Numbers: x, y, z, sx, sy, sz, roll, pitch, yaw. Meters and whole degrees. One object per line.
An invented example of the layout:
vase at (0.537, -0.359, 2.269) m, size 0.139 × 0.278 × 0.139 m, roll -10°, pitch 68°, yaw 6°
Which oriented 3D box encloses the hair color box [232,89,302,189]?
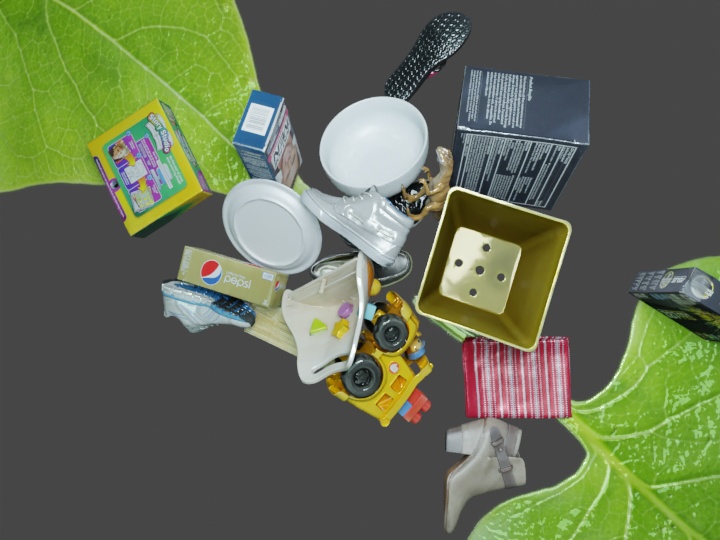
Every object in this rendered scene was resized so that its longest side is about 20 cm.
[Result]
hair color box at (-0.155, -0.206, 0.923) m, size 0.059 × 0.201 × 0.103 m, roll 15°, pitch 74°, yaw 7°

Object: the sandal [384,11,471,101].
sandal at (0.123, -0.392, 0.985) m, size 0.200 × 0.045 × 0.076 m, roll -44°, pitch 78°, yaw 19°

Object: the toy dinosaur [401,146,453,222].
toy dinosaur at (0.125, -0.113, 0.890) m, size 0.103 × 0.202 × 0.062 m, roll -12°, pitch 58°, yaw -1°

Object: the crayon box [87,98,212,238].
crayon box at (-0.410, -0.197, 1.035) m, size 0.169 × 0.058 × 0.204 m, roll -28°, pitch 86°, yaw 5°

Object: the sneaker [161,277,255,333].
sneaker at (-0.292, 0.083, 1.018) m, size 0.194 × 0.075 × 0.089 m, roll 17°, pitch 108°, yaw 11°

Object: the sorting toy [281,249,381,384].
sorting toy at (-0.047, 0.096, 0.905) m, size 0.197 × 0.106 × 0.184 m, roll -26°, pitch 41°, yaw 34°

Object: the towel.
towel at (0.283, 0.195, 0.963) m, size 0.192 × 0.022 × 0.150 m, roll -2°, pitch 90°, yaw 7°

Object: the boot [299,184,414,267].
boot at (-0.003, -0.102, 0.876) m, size 0.198 × 0.073 × 0.097 m, roll 36°, pitch 105°, yaw 11°

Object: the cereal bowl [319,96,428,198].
cereal bowl at (0.029, -0.206, 0.951) m, size 0.193 × 0.084 × 0.206 m, roll -7°, pitch 60°, yaw 12°

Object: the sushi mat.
sushi mat at (-0.125, 0.110, 1.018) m, size 0.195 × 0.012 × 0.098 m, roll 24°, pitch 94°, yaw 7°

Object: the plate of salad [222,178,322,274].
plate of salad at (-0.160, -0.081, 0.974) m, size 0.193 × 0.049 × 0.205 m, roll 10°, pitch 129°, yaw 12°

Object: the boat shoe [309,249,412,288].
boat shoe at (0.000, 0.000, 0.978) m, size 0.193 × 0.065 × 0.076 m, roll -10°, pitch 87°, yaw 6°

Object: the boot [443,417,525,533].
boot at (0.221, 0.368, 0.946) m, size 0.141 × 0.070 × 0.208 m, roll 3°, pitch 90°, yaw 5°

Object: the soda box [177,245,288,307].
soda box at (-0.240, 0.011, 0.998) m, size 0.194 × 0.068 × 0.066 m, roll 17°, pitch 91°, yaw 13°

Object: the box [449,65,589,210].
box at (0.249, -0.210, 0.874) m, size 0.191 × 0.201 × 0.127 m, roll 10°, pitch 69°, yaw 7°

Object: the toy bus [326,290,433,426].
toy bus at (0.061, 0.170, 0.943) m, size 0.190 × 0.136 × 0.202 m, roll 38°, pitch 91°, yaw -12°

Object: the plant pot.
plant pot at (0.212, -0.002, 0.897) m, size 0.194 × 0.176 × 0.207 m, roll 18°, pitch 91°, yaw 7°

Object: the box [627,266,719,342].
box at (0.542, 0.057, 0.843) m, size 0.159 × 0.200 × 0.050 m, roll 34°, pitch 91°, yaw 6°

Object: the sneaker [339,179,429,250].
sneaker at (0.053, -0.099, 0.950) m, size 0.197 × 0.112 × 0.074 m, roll -32°, pitch 87°, yaw 5°
